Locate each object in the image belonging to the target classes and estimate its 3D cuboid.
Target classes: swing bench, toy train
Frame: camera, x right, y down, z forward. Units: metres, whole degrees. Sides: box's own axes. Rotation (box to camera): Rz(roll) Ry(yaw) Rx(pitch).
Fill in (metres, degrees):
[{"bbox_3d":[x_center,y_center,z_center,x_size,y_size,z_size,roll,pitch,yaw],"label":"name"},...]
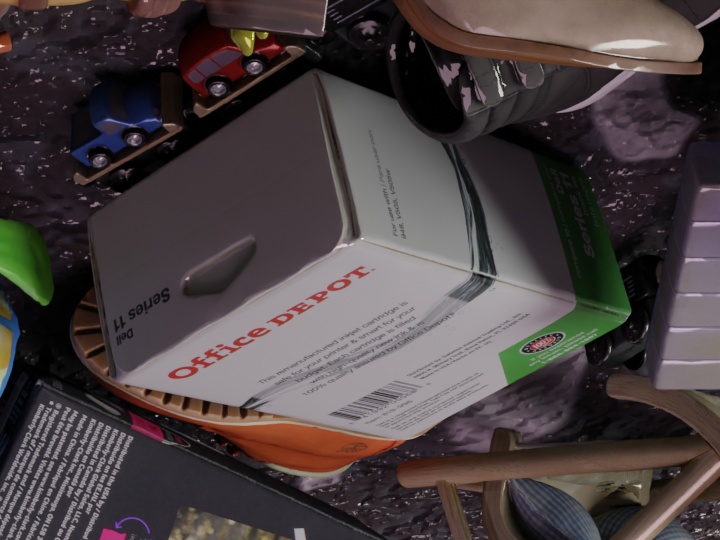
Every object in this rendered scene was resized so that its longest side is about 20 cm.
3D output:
[{"bbox_3d":[0.163,0.131,1.135,0.199,0.131,0.198,-29,157,27],"label":"swing bench"},{"bbox_3d":[-0.050,-0.085,0.889,0.199,0.034,0.046,-28,138,28],"label":"toy train"},{"bbox_3d":[0.171,-0.010,1.013,0.034,0.046,0.200,8,150,-33],"label":"toy train"}]

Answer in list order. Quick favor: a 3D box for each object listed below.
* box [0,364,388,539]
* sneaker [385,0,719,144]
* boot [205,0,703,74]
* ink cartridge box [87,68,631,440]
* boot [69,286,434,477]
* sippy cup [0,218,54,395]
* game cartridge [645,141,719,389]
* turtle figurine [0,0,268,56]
[{"bbox_3d":[-0.093,0.136,1.060,0.199,0.107,0.122,26,176,-12],"label":"box"},{"bbox_3d":[0.079,-0.105,0.796,0.099,0.071,0.200,-22,167,-34],"label":"sneaker"},{"bbox_3d":[0.030,-0.146,0.720,0.198,0.148,0.070,5,-176,-19],"label":"boot"},{"bbox_3d":[0.000,0.000,0.951,0.146,0.084,0.199,-29,153,31],"label":"ink cartridge box"},{"bbox_3d":[-0.063,0.061,1.078,0.198,0.076,0.107,16,150,-27],"label":"boot"},{"bbox_3d":[-0.223,0.023,0.947,0.177,0.141,0.130,20,175,33],"label":"sippy cup"},{"bbox_3d":[0.223,0.000,0.891,0.198,0.039,0.130,0,141,-4],"label":"game cartridge"},{"bbox_3d":[-0.116,-0.112,0.810,0.160,0.065,0.200,4,165,-12],"label":"turtle figurine"}]
